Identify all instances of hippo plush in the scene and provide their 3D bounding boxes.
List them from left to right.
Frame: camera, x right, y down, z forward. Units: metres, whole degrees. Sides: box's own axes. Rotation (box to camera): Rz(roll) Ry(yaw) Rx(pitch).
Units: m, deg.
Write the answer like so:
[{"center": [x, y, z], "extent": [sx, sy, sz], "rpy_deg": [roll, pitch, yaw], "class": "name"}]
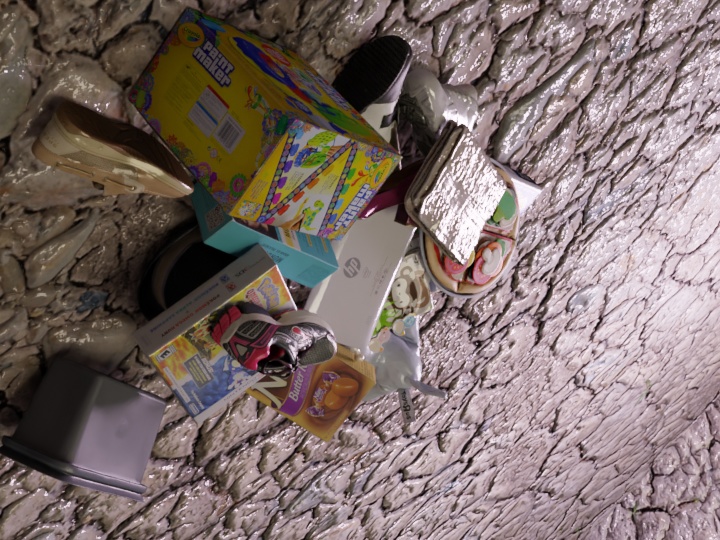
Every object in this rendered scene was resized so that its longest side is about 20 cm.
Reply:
[{"center": [-0.003, 0.121, 1.880], "extent": [0.161, 0.200, 0.159], "rpy_deg": [19, 134, -37], "class": "hippo plush"}]

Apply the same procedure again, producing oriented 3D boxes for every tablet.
[{"center": [0.000, 0.000, 1.710], "extent": [0.130, 0.014, 0.200], "rpy_deg": [20, 93, -42], "class": "tablet"}]

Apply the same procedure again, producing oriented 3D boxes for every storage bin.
[{"center": [-0.340, 0.193, 1.619], "extent": [0.200, 0.145, 0.135], "rpy_deg": [38, 71, -60], "class": "storage bin"}]

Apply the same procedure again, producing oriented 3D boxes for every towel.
[{"center": [0.127, -0.097, 1.679], "extent": [0.133, 0.034, 0.200], "rpy_deg": [-60, 148, -7], "class": "towel"}]

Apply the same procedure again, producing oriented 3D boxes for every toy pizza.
[{"center": [0.159, -0.059, 1.798], "extent": [0.200, 0.032, 0.201], "rpy_deg": [-10, 105, -41], "class": "toy pizza"}]

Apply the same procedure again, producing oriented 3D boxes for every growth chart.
[{"center": [0.046, 0.022, 1.773], "extent": [0.200, 0.018, 0.145], "rpy_deg": [-38, 119, -16], "class": "growth chart"}]

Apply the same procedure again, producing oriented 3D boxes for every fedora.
[{"center": [-0.177, 0.026, 1.611], "extent": [0.200, 0.092, 0.201], "rpy_deg": [-29, 148, -20], "class": "fedora"}]

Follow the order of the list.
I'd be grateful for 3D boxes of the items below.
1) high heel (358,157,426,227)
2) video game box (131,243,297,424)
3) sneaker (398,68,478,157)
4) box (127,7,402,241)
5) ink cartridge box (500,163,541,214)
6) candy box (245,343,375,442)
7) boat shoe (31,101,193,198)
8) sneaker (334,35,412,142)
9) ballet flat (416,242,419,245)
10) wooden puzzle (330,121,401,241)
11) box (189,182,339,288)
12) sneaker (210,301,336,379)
[{"center": [0.015, -0.112, 1.635], "extent": [0.200, 0.067, 0.096], "rpy_deg": [5, 101, -41], "class": "high heel"}, {"center": [-0.160, 0.081, 1.565], "extent": [0.182, 0.047, 0.200], "rpy_deg": [-38, 150, -11], "class": "video game box"}, {"center": [0.104, -0.213, 1.666], "extent": [0.099, 0.078, 0.200], "rpy_deg": [-49, 157, -8], "class": "sneaker"}, {"center": [-0.099, -0.149, 1.369], "extent": [0.122, 0.200, 0.192], "rpy_deg": [-52, 149, 17], "class": "box"}, {"center": [0.155, -0.073, 1.926], "extent": [0.200, 0.047, 0.197], "rpy_deg": [-50, 151, 16], "class": "ink cartridge box"}, {"center": [-0.092, 0.133, 1.772], "extent": [0.200, 0.056, 0.117], "rpy_deg": [33, 108, -14], "class": "candy box"}, {"center": [-0.258, -0.114, 1.368], "extent": [0.065, 0.071, 0.200], "rpy_deg": [-44, 143, 16], "class": "boat shoe"}, {"center": [0.011, -0.194, 1.564], "extent": [0.088, 0.074, 0.200], "rpy_deg": [5, 130, -47], "class": "sneaker"}, {"center": [0.047, -0.045, 1.806], "extent": [0.200, 0.068, 0.068], "rpy_deg": [-46, 153, 7], "class": "ballet flat"}, {"center": [-0.029, -0.096, 1.684], "extent": [0.200, 0.037, 0.185], "rpy_deg": [-32, 149, -16], "class": "wooden puzzle"}, {"center": [-0.114, -0.049, 1.563], "extent": [0.049, 0.082, 0.200], "rpy_deg": [-35, 146, 23], "class": "box"}, {"center": [-0.094, 0.095, 1.541], "extent": [0.200, 0.075, 0.081], "rpy_deg": [9, 123, -55], "class": "sneaker"}]
